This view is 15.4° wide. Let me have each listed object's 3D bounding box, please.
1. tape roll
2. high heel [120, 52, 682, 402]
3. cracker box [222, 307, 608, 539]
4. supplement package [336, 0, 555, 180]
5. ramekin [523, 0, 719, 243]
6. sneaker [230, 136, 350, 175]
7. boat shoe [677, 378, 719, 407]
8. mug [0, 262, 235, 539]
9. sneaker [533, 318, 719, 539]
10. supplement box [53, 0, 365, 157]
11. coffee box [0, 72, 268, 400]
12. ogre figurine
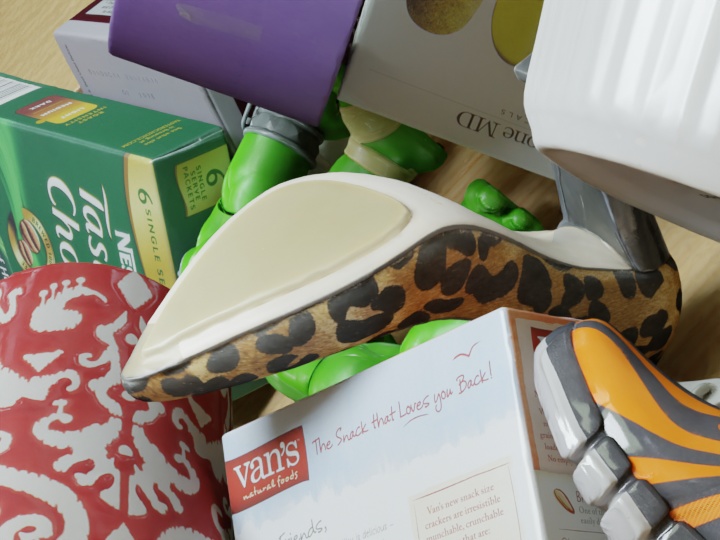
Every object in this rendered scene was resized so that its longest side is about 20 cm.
[{"bbox_3d":[-0.022,-0.160,0.977,0.200,0.085,0.201,-160,90,-89],"label":"tape roll"},{"bbox_3d":[0.022,0.027,0.888,0.200,0.143,0.071,-32,38,-17],"label":"high heel"},{"bbox_3d":[0.031,0.127,0.823,0.134,0.058,0.201,-26,65,41],"label":"cracker box"},{"bbox_3d":[0.079,-0.150,0.986,0.110,0.113,0.200,-75,5,-58],"label":"supplement package"},{"bbox_3d":[0.142,-0.051,0.800,0.202,0.202,0.094,20,88,61],"label":"ramekin"},{"bbox_3d":[-0.030,-0.066,1.216,0.087,0.075,0.200,-43,33,-8],"label":"sneaker"},{"bbox_3d":[0.107,0.067,0.841,0.200,0.070,0.071,-25,39,43],"label":"boat shoe"},{"bbox_3d":[-0.118,0.108,0.899,0.177,0.133,0.200,-34,29,22],"label":"mug"},{"bbox_3d":[0.140,0.072,0.740,0.112,0.078,0.200,-40,68,8],"label":"sneaker"},{"bbox_3d":[-0.027,-0.134,1.194,0.200,0.061,0.109,-41,30,-25],"label":"supplement box"},{"bbox_3d":[-0.123,-0.017,1.192,0.044,0.123,0.200,-25,27,-34],"label":"coffee box"},{"bbox_3d":[0.000,0.000,1.054,0.200,0.098,0.120,40,92,23],"label":"ogre figurine"}]
